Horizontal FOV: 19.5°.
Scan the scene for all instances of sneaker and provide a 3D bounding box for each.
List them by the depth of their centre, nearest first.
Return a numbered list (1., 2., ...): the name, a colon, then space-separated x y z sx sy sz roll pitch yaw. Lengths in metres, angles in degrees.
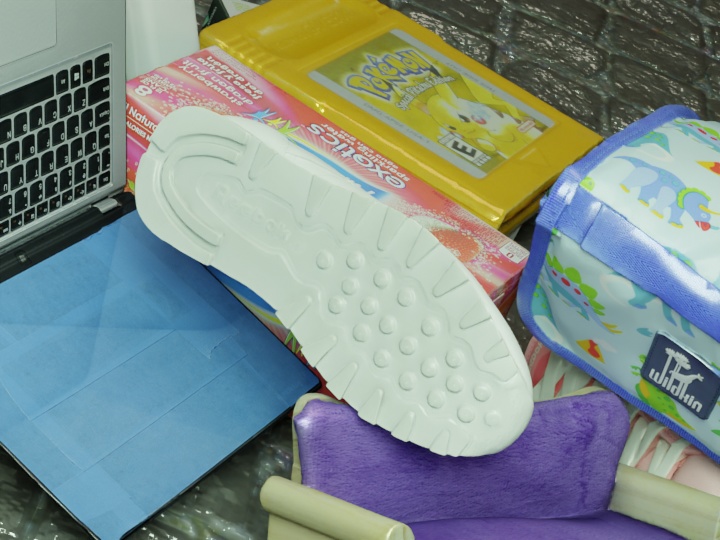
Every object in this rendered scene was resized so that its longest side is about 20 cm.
1. sneaker: 0.000 0.000 0.861 0.200 0.077 0.080 42 13 22
2. sneaker: 0.126 0.078 1.011 0.104 0.076 0.200 25 20 -11

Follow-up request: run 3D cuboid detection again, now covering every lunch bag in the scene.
1. lunch bag: 0.168 0.015 0.916 0.170 0.128 0.200 34 9 14

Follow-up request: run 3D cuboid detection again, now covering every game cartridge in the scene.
1. game cartridge: 0.025 -0.096 1.195 0.199 0.033 0.176 34 29 11

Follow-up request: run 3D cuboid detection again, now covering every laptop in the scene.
1. laptop: -0.103 -0.024 0.862 0.115 0.202 0.187 11 22 23

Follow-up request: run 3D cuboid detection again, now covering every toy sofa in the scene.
1. toy sofa: 0.060 0.105 0.861 0.199 0.098 0.083 2 9 -39

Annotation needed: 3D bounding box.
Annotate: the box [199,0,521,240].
1. box: -0.003 -0.085 1.224 0.143 0.037 0.200 11 30 -27

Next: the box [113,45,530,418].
1. box: -0.032 -0.008 0.998 0.199 0.100 0.095 34 28 14

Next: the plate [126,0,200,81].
1. plate: -0.174 -0.151 1.021 0.198 0.201 0.032 20 57 14
